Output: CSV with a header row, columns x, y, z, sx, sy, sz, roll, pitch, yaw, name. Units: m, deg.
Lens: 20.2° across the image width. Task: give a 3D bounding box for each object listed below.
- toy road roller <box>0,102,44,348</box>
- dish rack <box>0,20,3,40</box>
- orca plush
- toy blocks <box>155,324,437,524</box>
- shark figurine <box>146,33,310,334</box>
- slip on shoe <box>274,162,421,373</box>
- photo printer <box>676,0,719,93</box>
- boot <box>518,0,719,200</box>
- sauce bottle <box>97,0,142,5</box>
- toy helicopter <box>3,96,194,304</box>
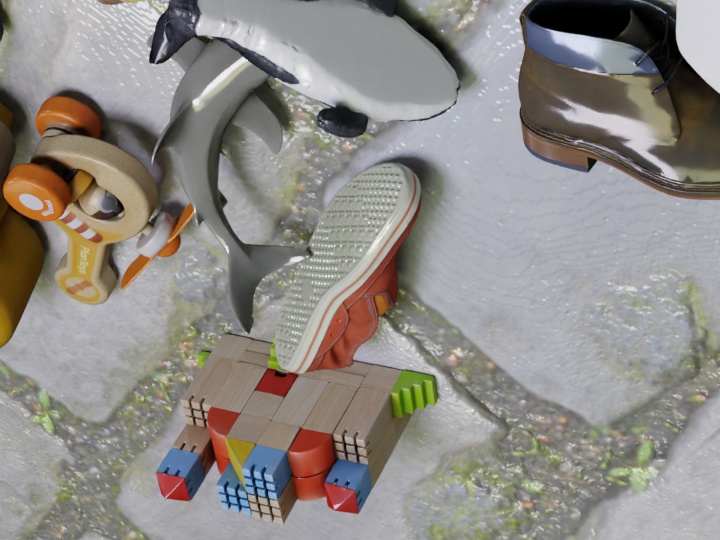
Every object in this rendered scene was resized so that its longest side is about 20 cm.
x,y,z,sx,sy,sz,roll,pitch,yaw,name
-0.294,-0.025,1.501,0.146,0.123,0.200,31,143,-19,toy road roller
-0.330,-0.100,1.396,0.153,0.201,0.055,-6,147,34,dish rack
-0.040,-0.128,1.253,0.199,0.106,0.071,-2,171,-29,orca plush
-0.059,0.123,1.484,0.199,0.137,0.100,10,134,21,toy blocks
-0.106,-0.073,1.349,0.127,0.090,0.216,17,125,21,shark figurine
0.000,0.000,1.397,0.061,0.074,0.200,6,137,-23,slip on shoe
0.241,-0.153,1.063,0.166,0.069,0.201,36,146,35,photo printer
0.179,-0.102,1.179,0.199,0.075,0.097,9,136,26,boot
-0.087,-0.210,1.242,0.199,0.065,0.065,-9,125,36,sauce bottle
-0.187,-0.031,1.479,0.131,0.079,0.200,19,148,1,toy helicopter
